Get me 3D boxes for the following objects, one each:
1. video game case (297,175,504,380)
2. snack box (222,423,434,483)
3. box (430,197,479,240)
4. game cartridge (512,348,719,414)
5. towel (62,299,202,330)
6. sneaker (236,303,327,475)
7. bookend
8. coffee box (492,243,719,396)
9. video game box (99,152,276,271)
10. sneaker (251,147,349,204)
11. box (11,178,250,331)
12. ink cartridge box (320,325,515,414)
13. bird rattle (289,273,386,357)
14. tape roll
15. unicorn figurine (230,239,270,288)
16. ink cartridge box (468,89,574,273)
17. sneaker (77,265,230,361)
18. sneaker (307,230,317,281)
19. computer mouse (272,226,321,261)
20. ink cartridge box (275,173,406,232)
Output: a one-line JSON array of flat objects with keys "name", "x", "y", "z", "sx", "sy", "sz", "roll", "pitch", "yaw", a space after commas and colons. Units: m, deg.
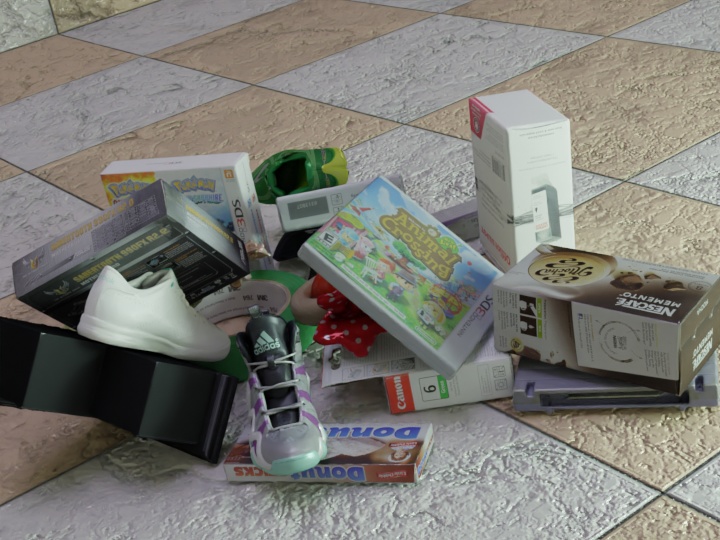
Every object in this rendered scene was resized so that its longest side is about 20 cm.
[{"name": "video game case", "x": 0.055, "y": 0.001, "z": 1.283, "sx": 0.200, "sy": 0.022, "sz": 0.182, "roll": 39, "pitch": 39, "yaw": 5}, {"name": "snack box", "x": -0.031, "y": 0.179, "z": 1.208, "sx": 0.199, "sy": 0.024, "sz": 0.072, "roll": -3, "pitch": 25, "yaw": 19}, {"name": "box", "x": 0.112, "y": -0.056, "z": 1.619, "sx": 0.199, "sy": 0.039, "sz": 0.041, "roll": -20, "pitch": 27, "yaw": -17}, {"name": "game cartridge", "x": 0.260, "y": 0.098, "z": 1.246, "sx": 0.199, "sy": 0.039, "sz": 0.130, "roll": -3, "pitch": 22, "yaw": 17}, {"name": "towel", "x": -0.272, "y": 0.043, "z": 1.444, "sx": 0.200, "sy": 0.036, "sz": 0.149, "roll": -44, "pitch": 46, "yaw": 13}, {"name": "sneaker", "x": -0.087, "y": 0.101, "z": 1.197, "sx": 0.077, "sy": 0.141, "sz": 0.200, "roll": -14, "pitch": 23, "yaw": -8}, {"name": "bookend", "x": -0.266, "y": 0.119, "z": 1.241, "sx": 0.199, "sy": 0.093, "sz": 0.198, "roll": 12, "pitch": -3, "yaw": 40}, {"name": "coffee box", "x": 0.245, "y": 0.044, "z": 1.219, "sx": 0.199, "sy": 0.080, "sz": 0.113, "roll": 13, "pitch": 31, "yaw": 34}, {"name": "video game box", "x": -0.222, "y": -0.058, "z": 1.600, "sx": 0.199, "sy": 0.183, "sz": 0.047, "roll": -2, "pitch": 26, "yaw": 20}, {"name": "sneaker", "x": -0.100, "y": -0.131, "z": 1.656, "sx": 0.083, "sy": 0.075, "sz": 0.199, "roll": -8, "pitch": -2, "yaw": -38}, {"name": "box", "x": -0.243, "y": -0.002, "z": 1.310, "sx": 0.199, "sy": 0.158, "sz": 0.049, "roll": -28, "pitch": 56, "yaw": 17}, {"name": "ink cartridge box", "x": 0.061, "y": 0.101, "z": 1.305, "sx": 0.199, "sy": 0.051, "sz": 0.109, "roll": -10, "pitch": 25, "yaw": 6}, {"name": "bird rattle", "x": -0.005, "y": 0.029, "z": 1.365, "sx": 0.162, "sy": 0.113, "sz": 0.200, "roll": -10, "pitch": 29, "yaw": 41}, {"name": "tape roll", "x": -0.151, "y": 0.065, "z": 1.469, "sx": 0.199, "sy": 0.048, "sz": 0.201, "roll": -9, "pitch": 25, "yaw": 4}, {"name": "unicorn figurine", "x": -0.216, "y": -0.006, "z": 1.525, "sx": 0.199, "sy": 0.074, "sz": 0.137, "roll": 0, "pitch": 18, "yaw": -10}, {"name": "ink cartridge box", "x": 0.196, "y": -0.102, "z": 1.490, "sx": 0.084, "sy": 0.201, "sz": 0.146, "roll": -10, "pitch": 25, "yaw": -10}, {"name": "sneaker", "x": -0.202, "y": 0.043, "z": 1.289, "sx": 0.075, "sy": 0.089, "sz": 0.200, "roll": 13, "pitch": -3, "yaw": 36}, {"name": "sneaker", "x": 0.000, "y": 0.000, "z": 1.491, "sx": 0.076, "sy": 0.091, "sz": 0.199, "roll": -26, "pitch": 30, "yaw": -38}, {"name": "computer mouse", "x": -0.022, "y": -0.066, "z": 1.662, "sx": 0.199, "sy": 0.046, "sz": 0.140, "roll": -16, "pitch": 7, "yaw": 18}, {"name": "ink cartridge box", "x": -0.027, "y": -0.084, "z": 1.602, "sx": 0.161, "sy": 0.057, "sz": 0.200, "roll": -12, "pitch": -3, "yaw": -3}]
